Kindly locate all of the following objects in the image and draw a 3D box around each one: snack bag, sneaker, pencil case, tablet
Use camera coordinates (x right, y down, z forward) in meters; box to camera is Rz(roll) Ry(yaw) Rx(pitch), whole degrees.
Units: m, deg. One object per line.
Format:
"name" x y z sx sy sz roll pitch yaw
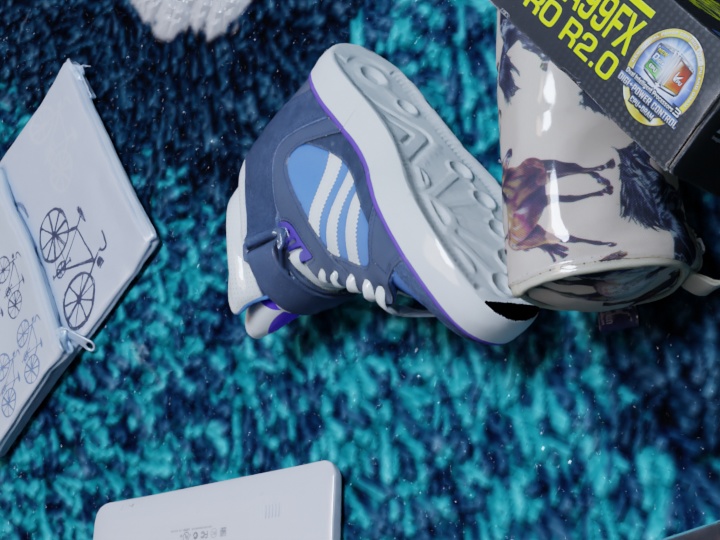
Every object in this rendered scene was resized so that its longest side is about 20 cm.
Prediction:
"snack bag" -0.211 -0.010 1.121 0.200 0.021 0.189 -50 46 23
"sneaker" 0.000 0.000 0.864 0.147 0.080 0.201 -55 48 29
"pencil case" 0.105 -0.078 0.775 0.078 0.088 0.202 132 140 -63
"tablet" -0.083 0.179 0.930 0.199 0.014 0.132 -17 65 43

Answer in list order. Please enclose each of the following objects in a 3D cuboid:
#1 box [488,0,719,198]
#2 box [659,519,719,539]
"box" 0.137 -0.069 0.646 0.044 0.199 0.161 -53 45 18
"box" 0.179 0.125 0.647 0.199 0.049 0.083 -28 58 37
